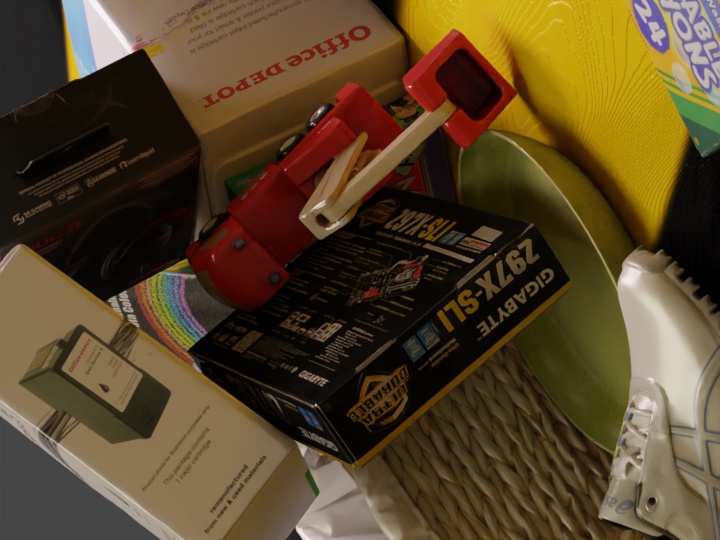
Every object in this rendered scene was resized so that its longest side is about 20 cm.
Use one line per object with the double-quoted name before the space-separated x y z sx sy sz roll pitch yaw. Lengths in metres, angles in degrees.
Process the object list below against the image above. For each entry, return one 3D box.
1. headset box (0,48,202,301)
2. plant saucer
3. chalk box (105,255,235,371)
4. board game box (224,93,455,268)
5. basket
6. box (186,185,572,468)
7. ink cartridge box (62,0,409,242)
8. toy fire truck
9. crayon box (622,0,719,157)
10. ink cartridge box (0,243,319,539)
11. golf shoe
"headset box" -0.177 -0.040 1.698 0.075 0.148 0.200 57 163 15
"plant saucer" 0.118 0.007 1.583 0.200 0.031 0.200 56 162 28
"chalk box" -0.127 0.004 1.891 0.199 0.124 0.125 7 132 25
"board game box" 0.000 0.000 1.761 0.029 0.134 0.201 48 159 47
"basket" 0.068 0.146 1.727 0.200 0.160 0.198 56 163 27
"box" 0.006 0.027 1.599 0.049 0.160 0.200 57 164 -20
"ink cartridge box" -0.076 -0.123 1.788 0.200 0.146 0.146 52 161 37
"toy fire truck" -0.010 -0.052 1.608 0.049 0.200 0.141 45 178 -14
"crayon box" 0.163 -0.130 1.176 0.126 0.051 0.200 63 164 3
"ink cartridge box" -0.130 0.087 1.630 0.200 0.084 0.146 35 171 13
"golf shoe" 0.160 0.090 1.456 0.201 0.097 0.078 68 166 -8
